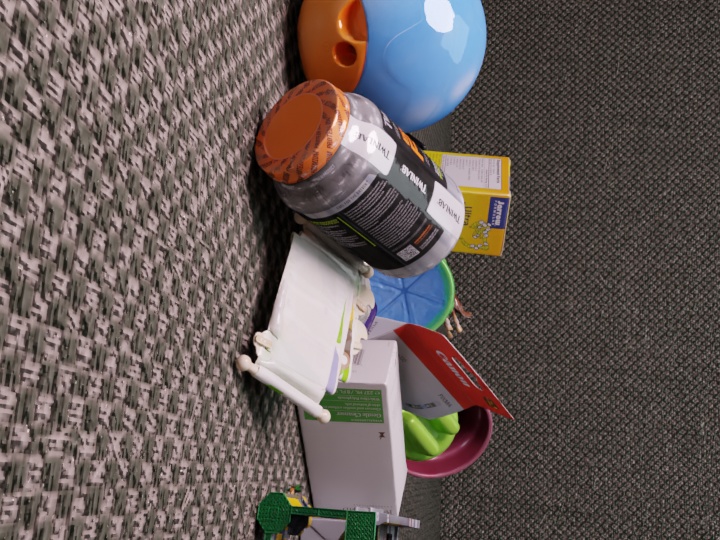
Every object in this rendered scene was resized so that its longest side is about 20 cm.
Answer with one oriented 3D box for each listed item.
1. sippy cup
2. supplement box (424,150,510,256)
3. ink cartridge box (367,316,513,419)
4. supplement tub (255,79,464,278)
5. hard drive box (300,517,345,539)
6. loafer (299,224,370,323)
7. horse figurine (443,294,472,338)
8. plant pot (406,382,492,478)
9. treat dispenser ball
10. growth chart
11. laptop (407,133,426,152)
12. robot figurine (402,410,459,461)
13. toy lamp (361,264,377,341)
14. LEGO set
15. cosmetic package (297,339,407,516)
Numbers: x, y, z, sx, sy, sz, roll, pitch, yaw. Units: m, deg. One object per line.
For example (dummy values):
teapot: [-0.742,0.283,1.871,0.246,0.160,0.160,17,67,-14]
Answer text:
sippy cup: [0.069,0.028,1.124,0.178,0.139,0.130,-66,170,4]
supplement box: [0.117,-0.103,1.181,0.109,0.200,0.110,-76,169,-52]
ink cartridge box: [0.066,0.125,0.953,0.047,0.200,0.160,-51,119,-18]
supplement tub: [0.002,-0.084,0.754,0.200,0.122,0.123,35,51,-44]
hard drive box: [-0.016,0.370,0.954,0.200,0.077,0.156,50,41,-73]
loafer: [-0.034,-0.033,0.853,0.070,0.070,0.200,-15,95,-53]
horse figurine: [0.125,0.038,1.272,0.200,0.050,0.133,22,51,-68]
plant pot: [0.125,0.247,1.463,0.179,0.200,0.200,-104,-171,-64]
treat dispenser ball: [0.032,-0.246,0.843,0.201,0.201,0.201,1,90,-80]
growth chart: [-0.040,0.043,0.758,0.145,0.018,0.200,48,43,-36]
laptop: [0.111,-0.167,1.331,0.177,0.103,0.200,48,-26,49]
robot figurine: [0.068,0.216,1.186,0.116,0.175,0.200,49,-17,-13]
toy lamp: [0.000,0.000,0.964,0.058,0.058,0.200,78,18,-49]
LEGO set: [-0.019,0.296,0.726,0.116,0.154,0.200,37,45,-56]
cosmetic package: [-0.007,0.181,0.914,0.085,0.107,0.200,-71,158,-59]
